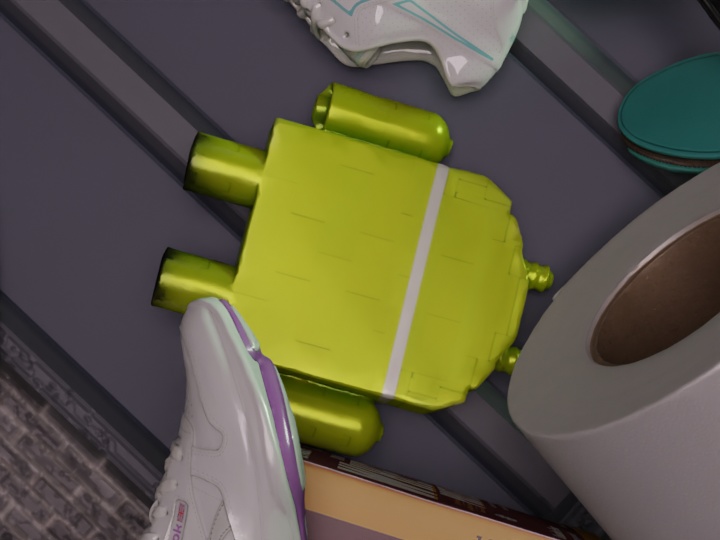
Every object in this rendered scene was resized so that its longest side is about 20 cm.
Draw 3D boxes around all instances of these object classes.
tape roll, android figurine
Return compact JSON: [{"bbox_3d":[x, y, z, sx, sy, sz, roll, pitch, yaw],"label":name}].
[{"bbox_3d":[0.186,0.053,0.901,0.202,0.203,0.139,-42,105,-2],"label":"tape roll"},{"bbox_3d":[0.000,0.000,0.992,0.198,0.041,0.184,14,80,-8],"label":"android figurine"}]

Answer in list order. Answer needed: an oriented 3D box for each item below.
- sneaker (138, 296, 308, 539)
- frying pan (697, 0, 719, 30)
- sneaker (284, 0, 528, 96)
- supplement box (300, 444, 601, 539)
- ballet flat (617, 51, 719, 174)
[{"bbox_3d":[-0.069,0.114,0.849,0.099,0.075,0.202,-8,86,0],"label":"sneaker"},{"bbox_3d":[0.138,-0.161,0.979,0.114,0.031,0.192,-16,57,10],"label":"frying pan"},{"bbox_3d":[-0.011,-0.151,0.999,0.199,0.070,0.081,20,90,1],"label":"sneaker"},{"bbox_3d":[0.003,0.201,0.948,0.195,0.133,0.202,17,88,1],"label":"supplement box"},{"bbox_3d":[0.219,-0.076,0.966,0.070,0.199,0.068,28,64,-36],"label":"ballet flat"}]
